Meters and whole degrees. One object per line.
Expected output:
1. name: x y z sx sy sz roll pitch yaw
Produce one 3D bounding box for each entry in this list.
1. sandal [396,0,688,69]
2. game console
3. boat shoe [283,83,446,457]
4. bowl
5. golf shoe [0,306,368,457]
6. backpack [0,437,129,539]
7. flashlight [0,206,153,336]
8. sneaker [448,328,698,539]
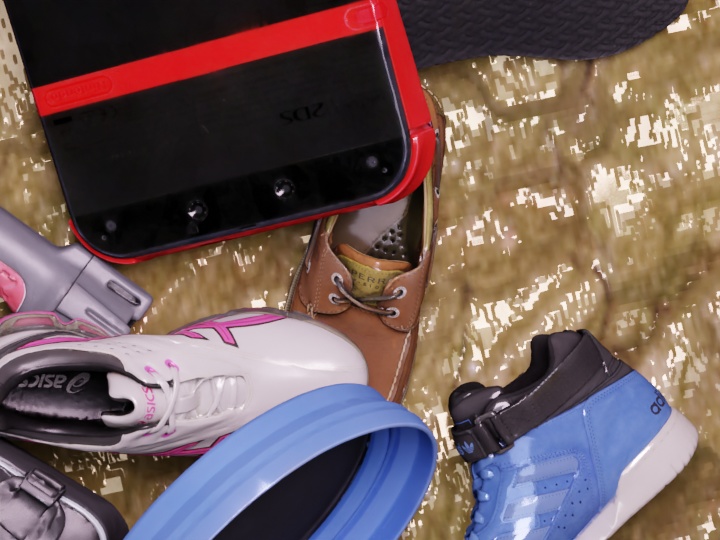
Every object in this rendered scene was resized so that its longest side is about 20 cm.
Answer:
1. sandal: 0.071 -0.144 1.479 0.200 0.048 0.075 -7 136 -15
2. game console: -0.072 -0.102 1.445 0.200 0.031 0.177 -13 97 21
3. boat shoe: 0.000 0.000 1.482 0.072 0.068 0.200 7 92 -2
4. bowl: -0.050 0.135 1.426 0.201 0.201 0.039 -44 67 0
5. golf shoe: -0.094 0.063 1.429 0.200 0.092 0.073 -2 106 -5
6. backpack: -0.231 0.166 1.440 0.177 0.151 0.200 30 87 0
7. flashlight: -0.209 -0.012 1.484 0.200 0.068 0.068 37 55 -5
8. sneaker: 0.067 0.117 1.479 0.111 0.077 0.200 45 86 -7
